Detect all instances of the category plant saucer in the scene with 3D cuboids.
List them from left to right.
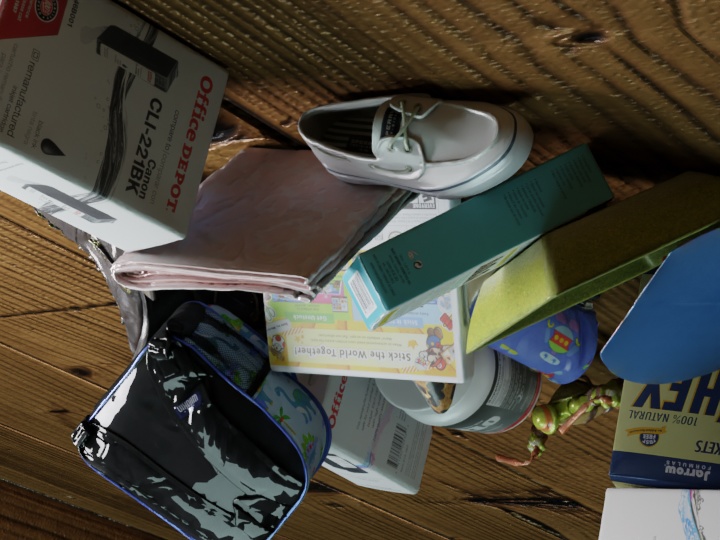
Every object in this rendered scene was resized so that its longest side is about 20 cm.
[{"bbox_3d":[0.185,-0.013,1.285,0.198,0.048,0.200,-23,172,-20],"label":"plant saucer"}]

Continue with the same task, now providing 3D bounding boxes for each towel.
[{"bbox_3d":[-0.070,-0.039,1.303,0.189,0.200,0.033,5,122,30],"label":"towel"}]

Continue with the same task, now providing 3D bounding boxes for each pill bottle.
[{"bbox_3d":[0.095,0.099,1.622,0.113,0.115,0.200,3,173,27],"label":"pill bottle"}]

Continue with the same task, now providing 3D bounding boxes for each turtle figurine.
[{"bbox_3d":[0.230,0.143,1.719,0.160,0.065,0.200,-12,161,-31],"label":"turtle figurine"}]

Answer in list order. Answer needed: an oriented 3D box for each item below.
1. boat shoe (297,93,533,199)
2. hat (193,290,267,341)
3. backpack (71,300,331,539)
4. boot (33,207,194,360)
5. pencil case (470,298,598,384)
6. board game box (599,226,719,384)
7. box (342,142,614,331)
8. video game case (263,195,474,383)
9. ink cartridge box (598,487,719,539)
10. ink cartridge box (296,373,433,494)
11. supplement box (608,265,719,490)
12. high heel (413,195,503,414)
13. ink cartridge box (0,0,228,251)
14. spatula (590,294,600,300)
[{"bbox_3d":[0.033,-0.096,1.231,0.199,0.074,0.067,-3,156,42],"label":"boat shoe"},{"bbox_3d":[-0.112,-0.010,1.547,0.199,0.081,0.202,25,144,20],"label":"hat"},{"bbox_3d":[-0.130,0.143,1.509,0.200,0.147,0.183,40,119,-3],"label":"backpack"},{"bbox_3d":[-0.239,-0.020,1.541,0.174,0.069,0.201,37,143,18],"label":"boot"},{"bbox_3d":[0.141,0.036,1.531,0.199,0.087,0.078,27,-162,-34],"label":"pencil case"},{"bbox_3d":[0.271,0.012,1.294,0.156,0.039,0.201,0,138,-27],"label":"board game box"},{"bbox_3d":[0.088,-0.025,1.243,0.199,0.050,0.082,-27,173,-14],"label":"box"},{"bbox_3d":[0.000,0.000,1.398,0.198,0.184,0.023,1,-168,31],"label":"video game case"},{"bbox_3d":[0.307,0.266,1.343,0.199,0.146,0.147,-5,154,39],"label":"ink cartridge box"},{"bbox_3d":[-0.006,0.126,1.671,0.082,0.147,0.200,3,159,36],"label":"ink cartridge box"},{"bbox_3d":[0.314,0.120,1.460,0.133,0.202,0.200,6,160,21],"label":"supplement box"},{"bbox_3d":[0.097,0.030,1.391,0.141,0.202,0.071,3,-165,38],"label":"high heel"},{"bbox_3d":[-0.208,-0.120,1.216,0.199,0.146,0.083,28,156,-38],"label":"ink cartridge box"},{"bbox_3d":[0.180,-0.008,1.466,0.056,0.021,0.200,3,159,25],"label":"spatula"}]
